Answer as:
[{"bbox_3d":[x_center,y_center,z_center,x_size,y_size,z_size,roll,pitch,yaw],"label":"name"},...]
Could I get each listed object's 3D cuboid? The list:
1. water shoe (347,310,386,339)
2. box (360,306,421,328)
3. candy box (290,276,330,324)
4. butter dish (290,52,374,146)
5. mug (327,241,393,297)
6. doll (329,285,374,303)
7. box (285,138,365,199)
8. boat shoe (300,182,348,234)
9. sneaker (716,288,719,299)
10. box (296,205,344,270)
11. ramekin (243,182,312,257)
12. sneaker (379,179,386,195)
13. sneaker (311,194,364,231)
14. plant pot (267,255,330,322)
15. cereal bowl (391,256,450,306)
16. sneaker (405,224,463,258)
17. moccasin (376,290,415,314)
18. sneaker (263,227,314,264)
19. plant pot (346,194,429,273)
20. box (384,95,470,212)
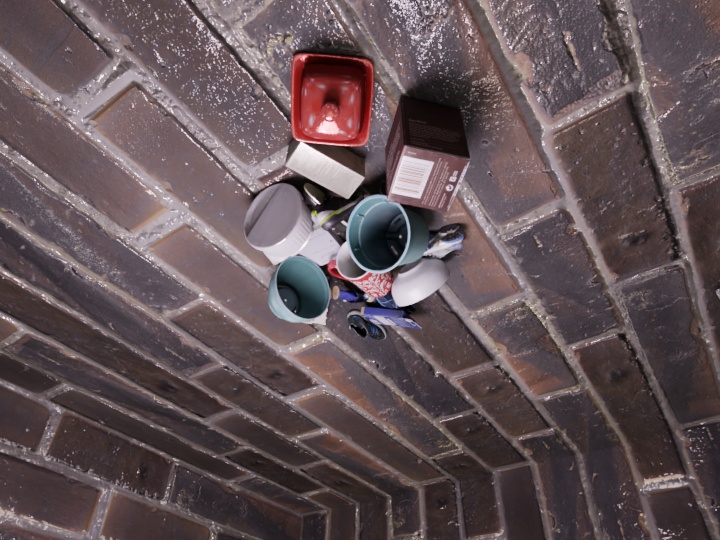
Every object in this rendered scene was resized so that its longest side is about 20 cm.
[{"bbox_3d":[0.021,0.226,1.943,0.071,0.081,0.198,-30,130,32],"label":"water shoe"},{"bbox_3d":[0.111,0.166,1.839,0.195,0.033,0.121,5,161,30],"label":"box"},{"bbox_3d":[-0.176,0.102,1.822,0.132,0.062,0.203,5,137,-5],"label":"candy box"},{"bbox_3d":[-0.067,-0.375,1.193,0.193,0.149,0.206,3,118,-3],"label":"butter dish"},{"bbox_3d":[0.007,-0.009,1.640,0.175,0.136,0.200,25,170,31],"label":"mug"},{"bbox_3d":[-0.021,0.085,1.760,0.134,0.050,0.197,-12,166,43],"label":"doll"},{"bbox_3d":[-0.091,-0.283,1.376,0.196,0.079,0.095,26,133,-25],"label":"box"},{"bbox_3d":[-0.104,-0.172,1.504,0.062,0.075,0.200,-32,134,22],"label":"boat shoe"},{"bbox_3d":[1.286,0.096,1.779,0.099,0.071,0.198,-35,132,25],"label":"sneaker"},{"bbox_3d":[-0.153,-0.095,1.617,0.153,0.042,0.201,-21,133,24],"label":"box"},{"bbox_3d":[-0.224,-0.133,1.468,0.197,0.208,0.094,-17,149,20],"label":"ramekin"},{"bbox_3d":[0.154,-0.226,1.447,0.194,0.077,0.081,-6,148,19],"label":"sneaker"},{"bbox_3d":[-0.060,-0.183,1.435,0.083,0.199,0.072,48,130,2],"label":"sneaker"},{"bbox_3d":[-0.212,0.076,1.645,0.197,0.205,0.133,28,142,-28],"label":"plant pot"},{"bbox_3d":[0.177,0.020,1.642,0.197,0.200,0.085,-27,103,28],"label":"cereal bowl"},{"bbox_3d":[0.227,-0.069,1.613,0.194,0.079,0.086,-13,141,16],"label":"sneaker"},{"bbox_3d":[0.123,0.093,1.801,0.067,0.083,0.198,-12,152,36],"label":"moccasin"},{"bbox_3d":[-0.223,-0.089,1.550,0.197,0.076,0.089,-29,119,33],"label":"sneaker"},{"bbox_3d":[0.091,-0.096,1.464,0.197,0.206,0.194,-26,167,28],"label":"plant pot"},{"bbox_3d":[0.156,-0.283,1.276,0.159,0.204,0.168,8,139,-9],"label":"box"}]
